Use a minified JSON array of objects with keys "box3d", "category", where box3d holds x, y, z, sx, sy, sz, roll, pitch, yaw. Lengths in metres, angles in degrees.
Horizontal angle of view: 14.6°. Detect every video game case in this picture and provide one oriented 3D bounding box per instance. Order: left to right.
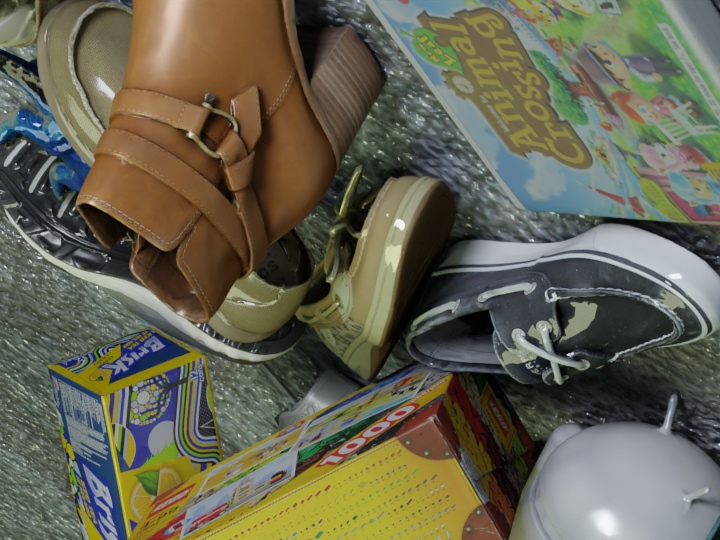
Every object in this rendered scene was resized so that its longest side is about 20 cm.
[{"box3d":[0.086,-0.093,1.197,0.182,0.022,0.200,6,143,48],"category":"video game case"}]

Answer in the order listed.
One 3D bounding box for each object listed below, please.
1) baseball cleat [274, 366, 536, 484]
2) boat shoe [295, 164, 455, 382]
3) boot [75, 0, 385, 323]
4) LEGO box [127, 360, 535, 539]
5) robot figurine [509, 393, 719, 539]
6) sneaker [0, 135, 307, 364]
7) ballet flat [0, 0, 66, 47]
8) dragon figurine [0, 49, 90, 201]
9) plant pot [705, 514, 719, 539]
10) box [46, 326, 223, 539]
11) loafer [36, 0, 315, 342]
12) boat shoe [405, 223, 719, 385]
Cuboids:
[{"box3d":[0.018,0.106,1.598,0.200,0.070,0.106,-5,128,50],"category":"baseball cleat"},{"box3d":[0.000,0.000,1.417,0.063,0.073,0.200,30,156,5],"category":"boat shoe"},{"box3d":[-0.090,-0.088,1.270,0.077,0.155,0.200,5,142,49],"category":"boot"},{"box3d":[-0.019,0.127,1.443,0.077,0.200,0.149,60,-166,-9],"category":"LEGO box"},{"box3d":[0.123,0.158,1.439,0.200,0.113,0.170,-62,38,32],"category":"robot figurine"},{"box3d":[-0.123,-0.007,1.570,0.200,0.074,0.079,34,161,2],"category":"sneaker"},{"box3d":[-0.181,-0.151,1.382,0.068,0.067,0.200,32,156,8],"category":"ballet flat"},{"box3d":[-0.135,-0.070,1.473,0.099,0.059,0.200,13,154,38],"category":"dragon figurine"},{"box3d":[0.251,0.196,1.377,0.141,0.141,0.200,21,155,30],"category":"plant pot"},{"box3d":[-0.115,0.139,1.575,0.064,0.070,0.200,26,130,52],"category":"box"},{"box3d":[-0.084,-0.057,1.410,0.067,0.076,0.200,-21,110,50],"category":"loafer"},{"box3d":[0.093,0.024,1.346,0.200,0.068,0.072,2,140,52],"category":"boat shoe"}]
